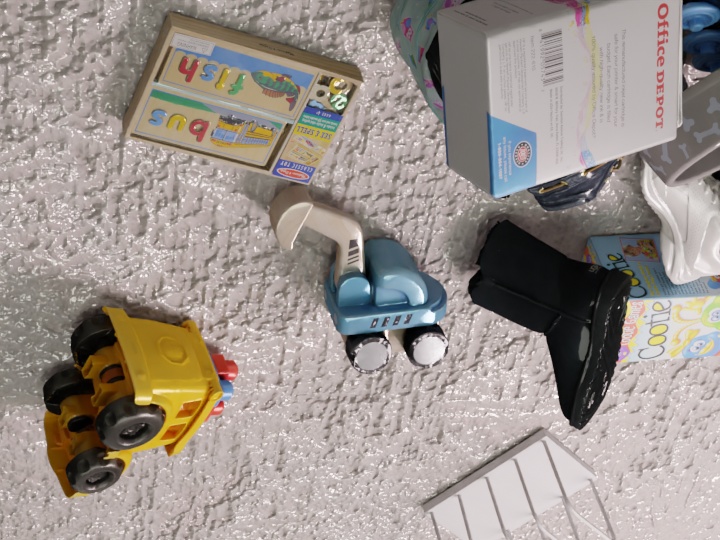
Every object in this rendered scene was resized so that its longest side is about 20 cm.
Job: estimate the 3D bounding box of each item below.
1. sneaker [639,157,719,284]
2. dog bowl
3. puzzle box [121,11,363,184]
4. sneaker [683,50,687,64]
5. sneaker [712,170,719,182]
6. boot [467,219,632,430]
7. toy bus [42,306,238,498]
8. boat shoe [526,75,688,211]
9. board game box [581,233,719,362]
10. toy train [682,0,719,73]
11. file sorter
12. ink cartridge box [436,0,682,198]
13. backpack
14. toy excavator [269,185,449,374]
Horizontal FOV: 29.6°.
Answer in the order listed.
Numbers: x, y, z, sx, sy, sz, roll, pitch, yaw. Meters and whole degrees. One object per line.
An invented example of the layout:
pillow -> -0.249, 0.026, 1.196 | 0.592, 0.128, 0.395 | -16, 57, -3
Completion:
sneaker -> 0.352, -0.080, 1.422 | 0.098, 0.078, 0.201 | -6, 126, 28
dog bowl -> 0.352, -0.146, 1.280 | 0.198, 0.059, 0.200 | -27, 169, -6
puzzle box -> -0.112, -0.158, 1.287 | 0.198, 0.026, 0.134 | 12, 129, -25
sneaker -> 0.262, -0.263, 1.260 | 0.199, 0.074, 0.119 | 21, 117, -37
sneaker -> 0.455, -0.140, 1.427 | 0.198, 0.076, 0.114 | -23, 134, 6
boot -> 0.198, 0.057, 1.480 | 0.076, 0.167, 0.202 | -34, 139, -46
toy bus -> -0.231, 0.145, 1.486 | 0.191, 0.136, 0.201 | 4, 136, -40
boat shoe -> 0.249, -0.133, 1.384 | 0.199, 0.071, 0.091 | -25, 138, 22
board game box -> 0.353, 0.029, 1.540 | 0.197, 0.106, 0.104 | -2, 134, -13
toy train -> 0.349, -0.243, 1.248 | 0.113, 0.088, 0.200 | -7, 163, 23
file sorter -> 0.209, 0.332, 1.775 | 0.199, 0.125, 0.139 | -35, 132, 18
ink cartridge box -> 0.172, -0.166, 1.162 | 0.198, 0.085, 0.146 | -18, 120, -22
backpack -> 0.116, -0.188, 1.248 | 0.167, 0.127, 0.200 | -46, 130, 1
toy excavator -> 0.000, 0.000, 1.434 | 0.192, 0.100, 0.202 | -5, 121, -13
